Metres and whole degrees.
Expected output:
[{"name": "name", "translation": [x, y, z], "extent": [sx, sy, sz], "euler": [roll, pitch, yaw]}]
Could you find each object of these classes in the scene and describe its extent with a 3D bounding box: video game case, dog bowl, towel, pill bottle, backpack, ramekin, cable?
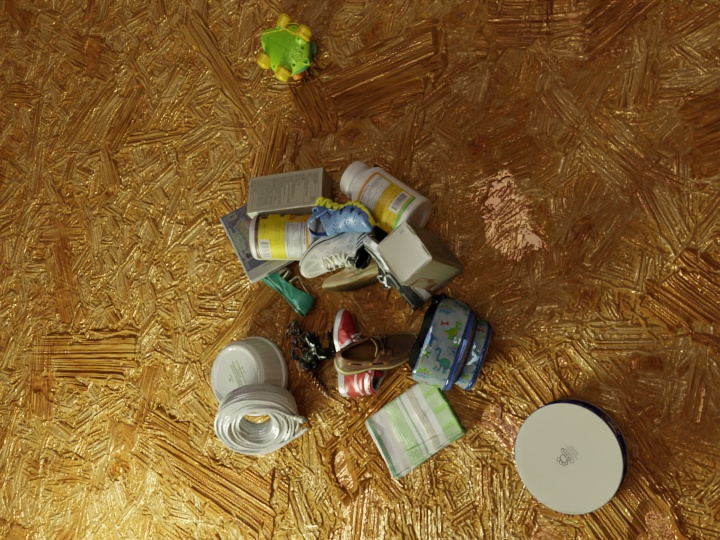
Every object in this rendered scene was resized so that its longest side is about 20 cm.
[{"name": "video game case", "translation": [-0.238, -0.093, 1.543], "extent": [0.180, 0.023, 0.202], "euler": [-28, 69, -6]}, {"name": "dog bowl", "translation": [0.395, 0.347, 1.146], "extent": [0.197, 0.078, 0.204], "euler": [-4, 82, 29]}, {"name": "towel", "translation": [0.114, 0.343, 1.334], "extent": [0.199, 0.031, 0.150], "euler": [-40, 68, 20]}, {"name": "pill bottle", "translation": [-0.160, -0.080, 1.462], "extent": [0.196, 0.109, 0.111], "euler": [1, 84, 5]}, {"name": "pill bottle", "translation": [0.051, -0.159, 1.351], "extent": [0.199, 0.111, 0.112], "euler": [38, 102, 25]}, {"name": "backpack", "translation": [0.181, 0.150, 1.222], "extent": [0.145, 0.200, 0.186], "euler": [19, 92, 10]}, {"name": "ramekin", "translation": [-0.288, 0.267, 1.535], "extent": [0.199, 0.094, 0.206], "euler": [-4, 82, 29]}, {"name": "cable", "translation": [-0.244, 0.352, 1.447], "extent": [0.199, 0.200, 0.070], "euler": [-37, 31, 18]}]

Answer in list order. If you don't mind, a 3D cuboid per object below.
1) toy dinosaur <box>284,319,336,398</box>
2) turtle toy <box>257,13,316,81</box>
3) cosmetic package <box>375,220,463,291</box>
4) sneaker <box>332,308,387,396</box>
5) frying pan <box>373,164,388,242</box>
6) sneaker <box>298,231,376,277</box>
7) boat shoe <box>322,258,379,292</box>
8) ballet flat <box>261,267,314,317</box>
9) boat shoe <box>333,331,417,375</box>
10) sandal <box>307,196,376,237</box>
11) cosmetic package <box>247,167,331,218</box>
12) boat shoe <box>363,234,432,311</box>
[{"name": "toy dinosaur", "translation": [-0.115, 0.204, 1.463], "extent": [0.201, 0.102, 0.136], "euler": [50, 124, 6]}, {"name": "turtle toy", "translation": [-0.193, -0.573, 1.574], "extent": [0.199, 0.101, 0.147], "euler": [39, 104, 27]}, {"name": "cosmetic package", "translation": [0.128, -0.025, 1.271], "extent": [0.087, 0.199, 0.104], "euler": [-41, 67, 17]}, {"name": "sneaker", "translation": [0.000, 0.187, 1.393], "extent": [0.111, 0.071, 0.204], "euler": [-6, 89, 33]}, {"name": "frying pan", "translation": [0.042, -0.139, 1.430], "extent": [0.114, 0.031, 0.192], "euler": [-37, 65, 20]}, {"name": "sneaker", "translation": [-0.050, -0.032, 1.371], "extent": [0.199, 0.076, 0.116], "euler": [-34, 33, 7]}, {"name": "boat shoe", "translation": [0.000, 0.000, 1.421], "extent": [0.197, 0.071, 0.066], "euler": [-17, 71, 16]}, {"name": "ballet flat", "translation": [-0.185, 0.035, 1.529], "extent": [0.199, 0.068, 0.070], "euler": [39, 79, 27]}, {"name": "boat shoe", "translation": [0.040, 0.175, 1.324], "extent": [0.197, 0.068, 0.073], "euler": [-13, 64, -12]}, {"name": "sandal", "translation": [-0.047, -0.106, 1.349], "extent": [0.198, 0.080, 0.087], "euler": [9, 53, 48]}, {"name": "cosmetic package", "translation": [-0.174, -0.182, 1.501], "extent": [0.196, 0.073, 0.105], "euler": [-4, 70, 15]}, {"name": "boat shoe", "translation": [0.068, 0.009, 1.331], "extent": [0.068, 0.072, 0.200], "euler": [-44, 107, 8]}]
